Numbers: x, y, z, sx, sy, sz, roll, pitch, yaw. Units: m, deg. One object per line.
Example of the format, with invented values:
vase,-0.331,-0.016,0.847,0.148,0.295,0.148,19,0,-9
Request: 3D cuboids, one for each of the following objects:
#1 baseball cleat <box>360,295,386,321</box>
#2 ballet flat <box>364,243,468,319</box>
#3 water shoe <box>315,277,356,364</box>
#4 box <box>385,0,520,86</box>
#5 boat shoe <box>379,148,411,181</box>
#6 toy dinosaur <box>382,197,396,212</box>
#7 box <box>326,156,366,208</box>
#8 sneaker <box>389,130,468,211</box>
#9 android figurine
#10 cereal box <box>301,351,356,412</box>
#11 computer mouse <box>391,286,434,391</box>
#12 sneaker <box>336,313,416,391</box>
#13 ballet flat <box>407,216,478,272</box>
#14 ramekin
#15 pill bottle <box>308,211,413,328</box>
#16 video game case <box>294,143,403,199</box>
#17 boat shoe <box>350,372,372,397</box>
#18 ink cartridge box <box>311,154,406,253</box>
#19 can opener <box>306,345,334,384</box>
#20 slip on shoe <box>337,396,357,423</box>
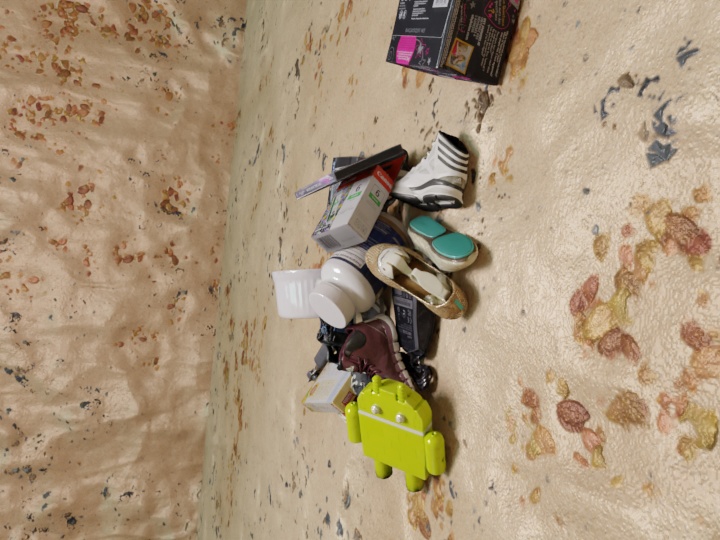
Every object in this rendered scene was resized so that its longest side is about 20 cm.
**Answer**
baseball cleat,0.000,0.037,1.180,0.069,0.104,0.206,-1,87,63
ballet flat,0.081,0.003,0.943,0.198,0.065,0.071,30,80,28
water shoe,-0.048,0.104,1.158,0.080,0.070,0.202,-58,-35,-36
box,0.138,-0.372,0.943,0.200,0.112,0.135,-136,56,-61
boat shoe,0.034,-0.182,1.202,0.199,0.072,0.062,-22,64,62
toy dinosaur,0.013,-0.081,1.212,0.201,0.100,0.078,106,170,-56
box,-0.029,-0.152,1.376,0.157,0.049,0.205,-157,74,-66
sneaker,0.121,-0.165,1.013,0.200,0.074,0.118,12,84,64
android figurine,0.054,0.255,0.962,0.179,0.041,0.204,14,123,32
cereal box,-0.040,0.219,1.235,0.145,0.039,0.199,-54,12,-22
computer mouse,0.092,0.086,1.031,0.138,0.052,0.205,-157,62,-65
sneaker,0.020,0.177,1.017,0.076,0.113,0.204,122,136,-56
ballet flat,0.133,-0.032,0.961,0.200,0.066,0.064,-126,19,-63
ramekin,-0.087,0.048,1.292,0.200,0.196,0.100,174,93,-67
pill bottle,0.000,0.000,1.068,0.201,0.111,0.111,-50,7,-28
video game case,-0.026,-0.176,1.100,0.199,0.141,0.019,-5,110,64
boat shoe,0.011,0.192,1.099,0.077,0.059,0.202,101,-177,-46
ink cartridge box,-0.001,-0.131,1.063,0.108,0.050,0.203,-15,42,50
can opener,-0.071,0.214,1.412,0.067,0.053,0.201,49,138,18
slip on shoe,0.001,0.266,1.180,0.199,0.072,0.063,176,102,-72
